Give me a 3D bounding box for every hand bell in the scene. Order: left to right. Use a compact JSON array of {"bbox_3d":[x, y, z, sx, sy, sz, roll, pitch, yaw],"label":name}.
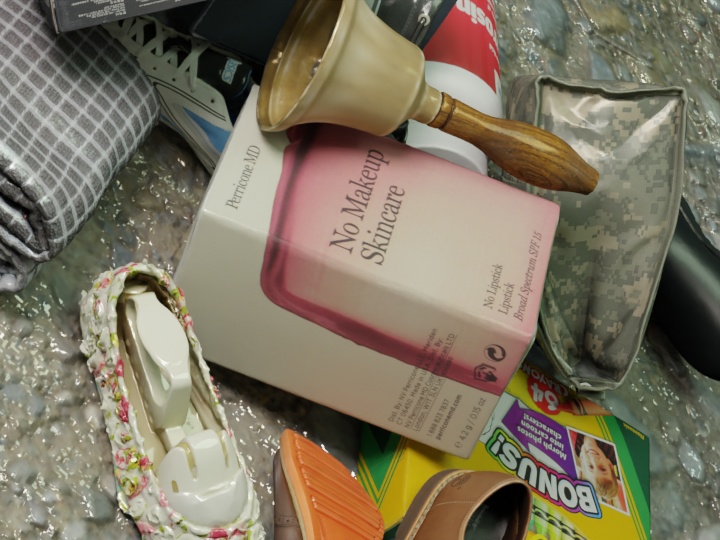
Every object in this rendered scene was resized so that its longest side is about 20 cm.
[{"bbox_3d":[0.051,-0.087,1.241,0.199,0.104,0.104,25,43,-20],"label":"hand bell"}]

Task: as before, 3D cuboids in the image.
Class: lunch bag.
[{"bbox_3d":[0.143,-0.025,1.406,0.117,0.201,0.164,4,6,0],"label":"lunch bag"}]

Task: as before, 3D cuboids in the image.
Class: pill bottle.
[{"bbox_3d":[0.039,-0.127,1.459,0.112,0.112,0.201,28,42,-30],"label":"pill bottle"}]

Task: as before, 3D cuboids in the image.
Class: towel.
[{"bbox_3d":[-0.215,-0.105,1.181,0.200,0.086,0.166,43,36,-12],"label":"towel"}]

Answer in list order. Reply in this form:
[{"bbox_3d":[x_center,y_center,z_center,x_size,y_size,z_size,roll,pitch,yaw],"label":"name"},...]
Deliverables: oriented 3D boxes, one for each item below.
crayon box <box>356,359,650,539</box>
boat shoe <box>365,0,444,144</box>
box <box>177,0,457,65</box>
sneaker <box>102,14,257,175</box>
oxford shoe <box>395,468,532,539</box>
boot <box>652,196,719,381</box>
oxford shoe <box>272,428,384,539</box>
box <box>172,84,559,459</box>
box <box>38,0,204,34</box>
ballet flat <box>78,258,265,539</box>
[{"bbox_3d":[0.092,0.137,1.334,0.200,0.058,0.173,31,40,-25],"label":"crayon box"},{"bbox_3d":[0.003,-0.090,1.318,0.056,0.201,0.069,17,29,5],"label":"boat shoe"},{"bbox_3d":[-0.050,-0.214,1.390,0.148,0.107,0.200,22,25,-35],"label":"box"},{"bbox_3d":[-0.114,-0.123,1.323,0.200,0.072,0.072,36,40,-19],"label":"sneaker"},{"bbox_3d":[0.038,0.193,1.174,0.071,0.071,0.201,34,65,-24],"label":"oxford shoe"},{"bbox_3d":[0.194,-0.008,1.556,0.168,0.076,0.201,7,48,-49],"label":"boot"},{"bbox_3d":[-0.030,0.159,1.177,0.071,0.073,0.200,36,18,-24],"label":"oxford shoe"},{"bbox_3d":[0.000,0.000,1.252,0.199,0.109,0.128,21,41,-4],"label":"box"},{"bbox_3d":[-0.097,-0.210,1.215,0.199,0.049,0.161,-16,37,-14],"label":"box"},{"bbox_3d":[-0.101,0.083,1.158,0.075,0.064,0.201,-16,71,-28],"label":"ballet flat"}]
